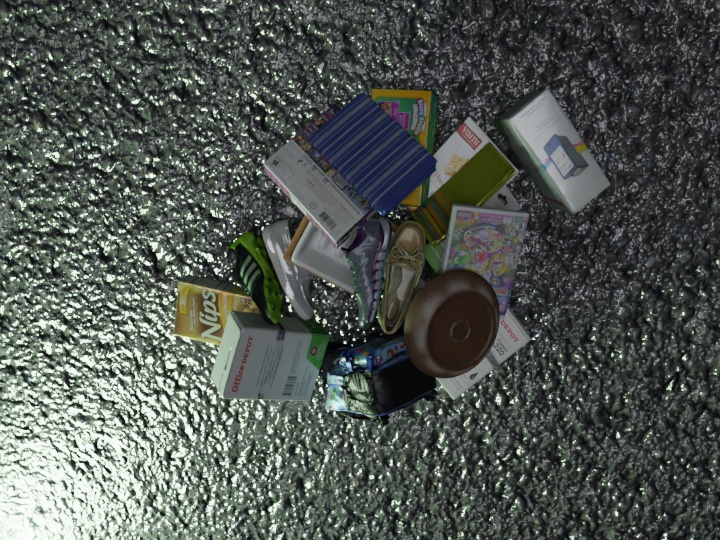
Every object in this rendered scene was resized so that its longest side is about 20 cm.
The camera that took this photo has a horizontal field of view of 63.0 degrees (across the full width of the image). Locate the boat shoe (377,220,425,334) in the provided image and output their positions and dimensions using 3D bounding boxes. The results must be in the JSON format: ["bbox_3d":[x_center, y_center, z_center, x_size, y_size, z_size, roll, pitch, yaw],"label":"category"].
[{"bbox_3d":[0.075,0.013,1.073,0.071,0.063,0.207,17,98,-1],"label":"boat shoe"}]

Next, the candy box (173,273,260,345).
[{"bbox_3d":[-0.276,0.090,1.203,0.193,0.055,0.119,12,105,-1],"label":"candy box"}]

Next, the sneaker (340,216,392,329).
[{"bbox_3d":[0.000,0.000,1.067,0.084,0.074,0.208,9,94,-6],"label":"sneaker"}]

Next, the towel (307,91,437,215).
[{"bbox_3d":[0.023,-0.204,1.024,0.144,0.024,0.200,-41,75,-14],"label":"towel"}]

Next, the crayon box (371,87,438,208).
[{"bbox_3d":[0.073,-0.225,1.082,0.115,0.058,0.208,8,97,20],"label":"crayon box"}]

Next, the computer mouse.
[{"bbox_3d":[-0.006,0.165,1.209,0.192,0.046,0.146,8,105,2],"label":"computer mouse"}]

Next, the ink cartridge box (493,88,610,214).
[{"bbox_3d":[0.337,-0.212,1.052,0.086,0.146,0.202,-35,98,9],"label":"ink cartridge box"}]

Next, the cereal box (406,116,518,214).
[{"bbox_3d":[0.184,-0.168,1.125,0.144,0.040,0.200,42,103,-6],"label":"cereal box"}]

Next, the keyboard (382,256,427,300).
[{"bbox_3d":[0.115,0.049,1.114,0.197,0.011,0.057,33,97,-3],"label":"keyboard"}]

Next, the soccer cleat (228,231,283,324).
[{"bbox_3d":[-0.205,0.022,1.146,0.080,0.067,0.205,-29,64,16],"label":"soccer cleat"}]

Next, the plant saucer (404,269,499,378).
[{"bbox_3d":[0.172,0.103,1.047,0.193,0.037,0.208,-5,107,-18],"label":"plant saucer"}]

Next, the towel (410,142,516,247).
[{"bbox_3d":[0.185,-0.140,1.079,0.199,0.018,0.087,-43,60,11],"label":"towel"}]

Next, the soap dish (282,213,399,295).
[{"bbox_3d":[-0.030,-0.054,1.121,0.196,0.082,0.160,26,104,-21],"label":"soap dish"}]

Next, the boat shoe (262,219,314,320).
[{"bbox_3d":[-0.127,-0.003,1.172,0.067,0.072,0.206,-22,92,8],"label":"boat shoe"}]

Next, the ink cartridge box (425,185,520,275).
[{"bbox_3d":[0.225,-0.060,1.108,0.200,0.068,0.116,-45,135,11],"label":"ink cartridge box"}]

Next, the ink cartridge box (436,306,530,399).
[{"bbox_3d":[0.216,0.131,1.171,0.199,0.085,0.147,-40,98,9],"label":"ink cartridge box"}]

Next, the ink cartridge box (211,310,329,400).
[{"bbox_3d":[-0.176,0.168,1.151,0.195,0.084,0.150,11,105,-36],"label":"ink cartridge box"}]

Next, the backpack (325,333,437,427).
[{"bbox_3d":[0.022,0.201,1.115,0.197,0.179,0.139,-12,91,47],"label":"backpack"}]

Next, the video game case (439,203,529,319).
[{"bbox_3d":[0.216,-0.013,1.061,0.138,0.018,0.207,4,112,-9],"label":"video game case"}]

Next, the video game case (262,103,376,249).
[{"bbox_3d":[-0.044,-0.170,1.035,0.181,0.036,0.200,-42,77,-14],"label":"video game case"}]
